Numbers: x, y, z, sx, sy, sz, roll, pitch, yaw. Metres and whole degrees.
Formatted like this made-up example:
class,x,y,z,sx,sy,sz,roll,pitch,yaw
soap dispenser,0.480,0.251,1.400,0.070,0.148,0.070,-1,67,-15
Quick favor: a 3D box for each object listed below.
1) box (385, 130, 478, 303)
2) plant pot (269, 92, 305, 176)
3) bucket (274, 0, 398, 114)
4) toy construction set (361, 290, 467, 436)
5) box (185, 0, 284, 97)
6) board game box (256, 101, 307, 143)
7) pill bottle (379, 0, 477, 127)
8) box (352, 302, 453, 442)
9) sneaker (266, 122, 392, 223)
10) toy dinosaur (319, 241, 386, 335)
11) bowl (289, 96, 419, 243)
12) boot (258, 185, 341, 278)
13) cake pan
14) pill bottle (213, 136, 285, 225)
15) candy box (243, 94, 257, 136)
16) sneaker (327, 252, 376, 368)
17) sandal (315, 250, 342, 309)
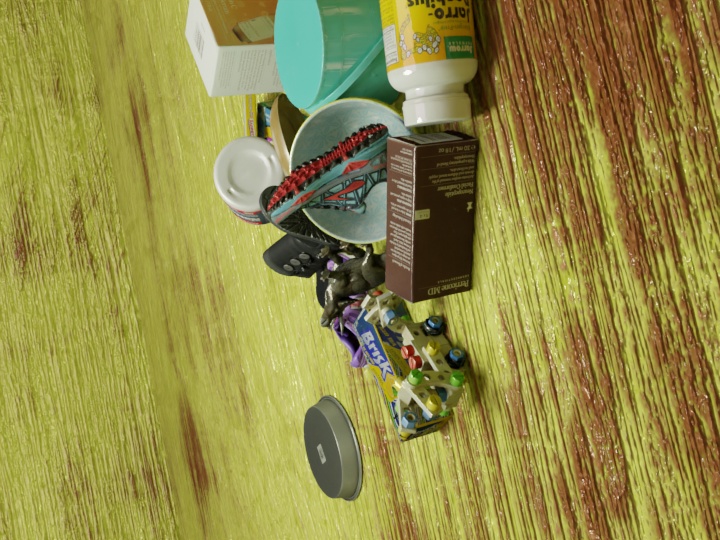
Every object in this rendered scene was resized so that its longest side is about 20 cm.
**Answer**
class,x,y,z,sx,sy,sz,roll,pitch,yaw
box,0.089,-0.070,1.036,0.075,0.098,0.205,31,127,55
plant pot,-0.102,-0.188,1.317,0.200,0.027,0.204,-19,-89,-78
bucket,-0.031,-0.324,1.149,0.207,0.132,0.212,34,129,57
toy construction set,0.073,0.118,1.096,0.203,0.129,0.093,66,149,25
box,-0.172,-0.386,1.335,0.154,0.196,0.107,64,150,27
board game box,-0.147,-0.200,1.516,0.151,0.046,0.205,37,131,54
pill bottle,0.082,-0.280,0.965,0.112,0.111,0.205,6,103,62
box,0.060,0.144,1.199,0.203,0.069,0.065,66,148,25
sneaker,-0.031,-0.102,1.058,0.096,0.197,0.080,54,-163,-25
toy dinosaur,0.000,0.000,1.232,0.198,0.102,0.078,-37,42,13
bowl,0.008,-0.150,1.137,0.108,0.195,0.205,-54,-32,-64
boot,-0.117,-0.056,1.311,0.199,0.163,0.067,-28,38,63
cake pan,-0.058,0.342,1.536,0.200,0.036,0.205,33,128,56
pill bottle,-0.176,-0.142,1.366,0.200,0.117,0.122,93,163,-83
candy box,-0.216,-0.271,1.577,0.200,0.026,0.105,132,137,-78
sneaker,-0.015,0.062,1.306,0.203,0.082,0.081,69,151,24
sandal,-0.065,-0.024,1.417,0.076,0.042,0.205,32,127,56
